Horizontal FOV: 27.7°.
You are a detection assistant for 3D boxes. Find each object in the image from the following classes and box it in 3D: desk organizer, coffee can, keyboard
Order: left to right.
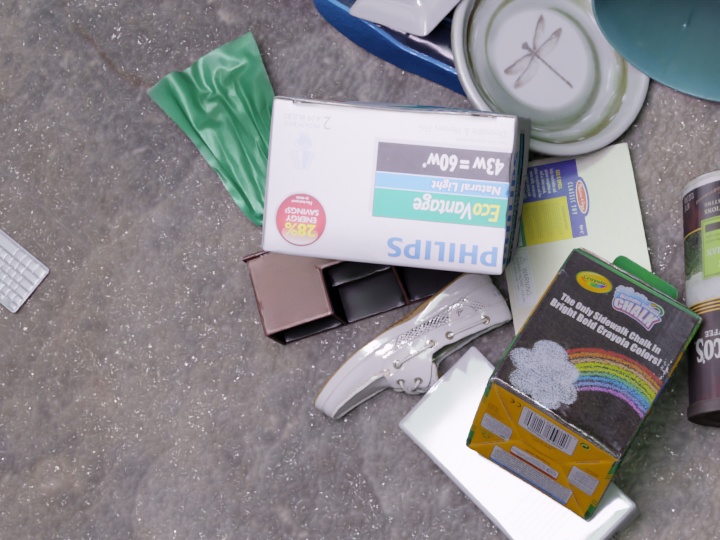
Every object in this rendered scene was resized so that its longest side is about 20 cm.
[{"bbox_3d":[-0.402,-0.035,1.481,0.199,0.011,0.056,37,87,17],"label":"keyboard"},{"bbox_3d":[0.000,0.000,1.354,0.198,0.072,0.078,-18,76,8],"label":"desk organizer"},{"bbox_3d":[0.346,0.026,1.232,0.145,0.146,0.202,-2,76,12],"label":"coffee can"}]

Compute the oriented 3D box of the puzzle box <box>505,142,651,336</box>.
[{"bbox_3d":[0.198,-0.009,1.335,0.132,0.025,0.202,-10,75,10],"label":"puzzle box"}]

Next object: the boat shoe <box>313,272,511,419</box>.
[{"bbox_3d":[0.049,0.081,1.323,0.200,0.071,0.070,-38,78,5],"label":"boat shoe"}]

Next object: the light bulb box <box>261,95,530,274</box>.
[{"bbox_3d":[0.036,-0.075,1.210,0.196,0.200,0.126,6,96,9],"label":"light bulb box"}]

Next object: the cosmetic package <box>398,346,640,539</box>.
[{"bbox_3d":[0.139,0.174,1.283,0.102,0.074,0.200,-44,71,-1],"label":"cosmetic package"}]

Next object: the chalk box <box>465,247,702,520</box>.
[{"bbox_3d":[0.194,0.077,1.217,0.124,0.124,0.200,31,59,12],"label":"chalk box"}]

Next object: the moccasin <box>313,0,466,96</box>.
[{"bbox_3d":[0.053,-0.232,1.401,0.199,0.080,0.069,29,79,3],"label":"moccasin"}]

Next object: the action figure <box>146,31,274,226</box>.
[{"bbox_3d":[-0.107,-0.116,1.412,0.118,0.055,0.201,-31,80,3],"label":"action figure"}]

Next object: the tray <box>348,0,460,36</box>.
[{"bbox_3d":[0.082,-0.297,1.342,0.107,0.022,0.200,24,65,44],"label":"tray"}]

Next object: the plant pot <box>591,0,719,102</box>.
[{"bbox_3d":[0.325,-0.272,1.286,0.199,0.201,0.162,21,67,16],"label":"plant pot"}]

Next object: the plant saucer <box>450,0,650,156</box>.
[{"bbox_3d":[0.170,-0.198,1.349,0.198,0.050,0.202,4,78,-17],"label":"plant saucer"}]
